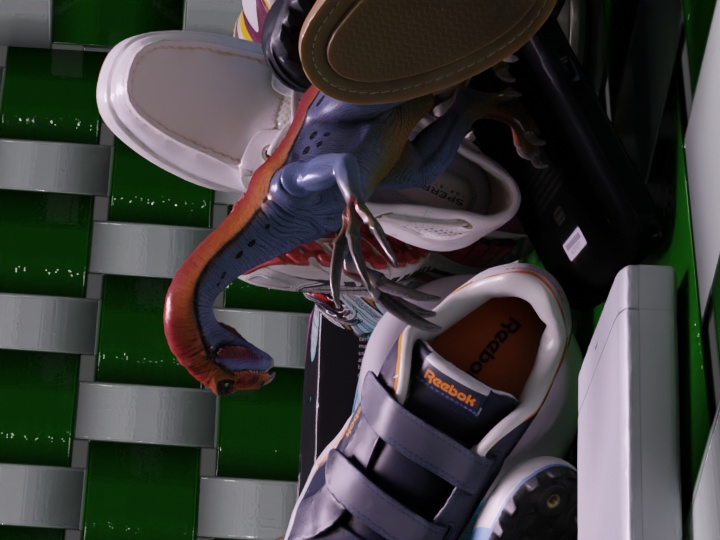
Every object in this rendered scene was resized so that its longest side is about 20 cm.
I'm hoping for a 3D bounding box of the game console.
[{"bbox_3d":[0.115,-0.093,1.261,0.176,0.116,0.200,62,173,7],"label":"game console"}]

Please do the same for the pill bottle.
[{"bbox_3d":[0.048,0.088,1.445,0.200,0.111,0.111,101,172,-66],"label":"pill bottle"}]

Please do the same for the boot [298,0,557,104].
[{"bbox_3d":[0.035,-0.164,1.172,0.200,0.077,0.155,-46,34,3],"label":"boot"}]

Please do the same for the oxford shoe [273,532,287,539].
[{"bbox_3d":[-0.001,0.185,1.348,0.200,0.075,0.071,-120,19,-62],"label":"oxford shoe"}]

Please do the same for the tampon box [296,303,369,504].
[{"bbox_3d":[0.028,0.115,1.622,0.150,0.126,0.200,115,158,-80],"label":"tampon box"}]

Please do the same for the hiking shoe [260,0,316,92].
[{"bbox_3d":[0.021,-0.139,1.294,0.074,0.200,0.087,56,149,-13],"label":"hiking shoe"}]

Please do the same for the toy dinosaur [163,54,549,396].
[{"bbox_3d":[-0.013,-0.034,1.191,0.200,0.181,0.105,58,171,42],"label":"toy dinosaur"}]

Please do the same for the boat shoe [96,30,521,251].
[{"bbox_3d":[-0.018,-0.063,1.280,0.069,0.200,0.071,170,115,-69],"label":"boat shoe"}]

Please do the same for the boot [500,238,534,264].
[{"bbox_3d":[0.037,-0.087,1.624,0.200,0.068,0.131,63,176,-3],"label":"boot"}]

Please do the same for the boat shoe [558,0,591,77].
[{"bbox_3d":[0.096,-0.152,1.457,0.062,0.073,0.200,9,-107,-50],"label":"boat shoe"}]

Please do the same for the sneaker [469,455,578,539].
[{"bbox_3d":[0.067,0.148,1.327,0.073,0.072,0.200,57,156,35],"label":"sneaker"}]

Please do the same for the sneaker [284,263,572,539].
[{"bbox_3d":[0.026,0.080,1.282,0.200,0.078,0.079,-59,-7,-7],"label":"sneaker"}]

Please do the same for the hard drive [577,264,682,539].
[{"bbox_3d":[0.106,0.115,1.135,0.132,0.027,0.200,100,172,-67],"label":"hard drive"}]

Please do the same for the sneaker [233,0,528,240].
[{"bbox_3d":[0.028,-0.090,1.378,0.075,0.200,0.090,-56,-6,-29],"label":"sneaker"}]

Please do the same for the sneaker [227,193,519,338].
[{"bbox_3d":[0.000,0.000,1.410,0.078,0.200,0.082,48,115,28],"label":"sneaker"}]
